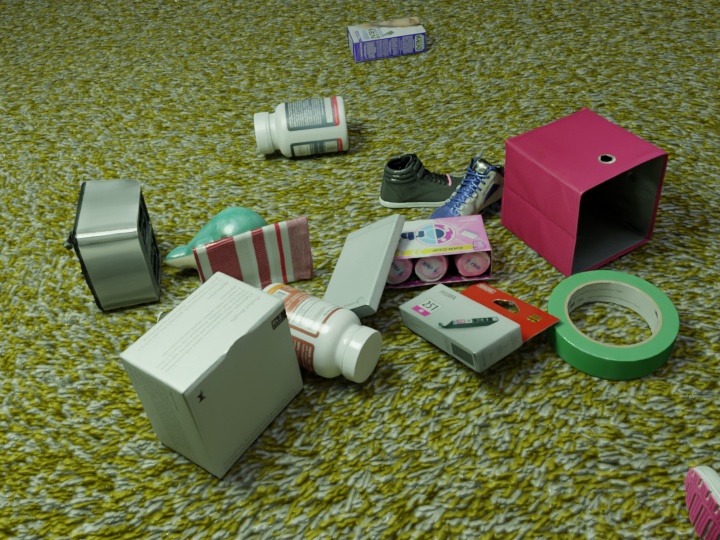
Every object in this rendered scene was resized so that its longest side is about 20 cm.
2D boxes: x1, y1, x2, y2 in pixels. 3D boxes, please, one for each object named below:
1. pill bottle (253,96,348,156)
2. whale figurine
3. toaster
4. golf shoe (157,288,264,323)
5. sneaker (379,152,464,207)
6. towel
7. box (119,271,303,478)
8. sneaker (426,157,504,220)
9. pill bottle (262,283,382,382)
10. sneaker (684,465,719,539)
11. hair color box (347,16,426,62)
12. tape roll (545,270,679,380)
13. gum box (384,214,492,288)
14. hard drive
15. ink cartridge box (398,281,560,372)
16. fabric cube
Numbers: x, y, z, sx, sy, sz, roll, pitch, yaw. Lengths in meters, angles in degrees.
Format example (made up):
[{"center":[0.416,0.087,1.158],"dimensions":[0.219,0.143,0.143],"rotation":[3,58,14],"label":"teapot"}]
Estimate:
[{"center":[-0.131,-0.316,1.578],"dimensions":[0.199,0.120,0.120],"rotation":[-7,42,-2],"label":"pill bottle"},{"center":[-0.259,-0.055,1.296],"dimensions":[0.200,0.104,0.159],"rotation":[-11,-1,21],"label":"whale figurine"},{"center":[-0.435,-0.044,1.269],"dimensions":[0.118,0.181,0.200],"rotation":[-9,42,-6],"label":"toaster"},{"center":[-0.254,0.064,1.210],"dimensions":[0.200,0.078,0.095],"rotation":[-22,44,-19],"label":"golf shoe"},{"center":[0.135,-0.185,1.421],"dimensions":[0.199,0.099,0.071],"rotation":[-6,40,-2],"label":"sneaker"},{"center":[-0.180,-0.014,1.235],"dimensions":[0.200,0.144,0.023],"rotation":[-17,47,-13],"label":"towel"},{"center":[-0.203,0.147,1.022],"dimensions":[0.130,0.200,0.199],"rotation":[21,48,29],"label":"box"},{"center":[0.210,-0.153,1.366],"dimensions":[0.199,0.115,0.081],"rotation":[-31,47,-25],"label":"sneaker"},{"center":[-0.071,0.102,1.122],"dimensions":[0.200,0.112,0.112],"rotation":[20,48,25],"label":"pill bottle"},{"center":[0.479,0.319,0.856],"dimensions":[0.088,0.081,0.200],"rotation":[-20,52,-17],"label":"sneaker"},{"center":[0.071,-0.634,1.946],"dimensions":[0.199,0.065,0.109],"rotation":[-9,42,-6],"label":"hair color box"},{"center":[0.400,0.083,1.139],"dimensions":[0.200,0.048,0.201],"rotation":[-3,43,3],"label":"tape roll"},{"center":[0.127,-0.035,1.273],"dimensions":[0.199,0.066,0.114],"rotation":[-5,36,2],"label":"gum box"},{"center":[0.000,0.000,1.218],"dimensions":[0.132,0.027,0.200],"rotation":[-20,39,42],"label":"hard drive"},{"center":[0.188,0.069,1.142],"dimensions":[0.173,0.044,0.200],"rotation":[-29,31,-22],"label":"ink cartridge box"},{"center":[0.392,-0.142,1.272],"dimensions":[0.196,0.200,0.199],"rotation":[-24,44,-17],"label":"fabric cube"}]
